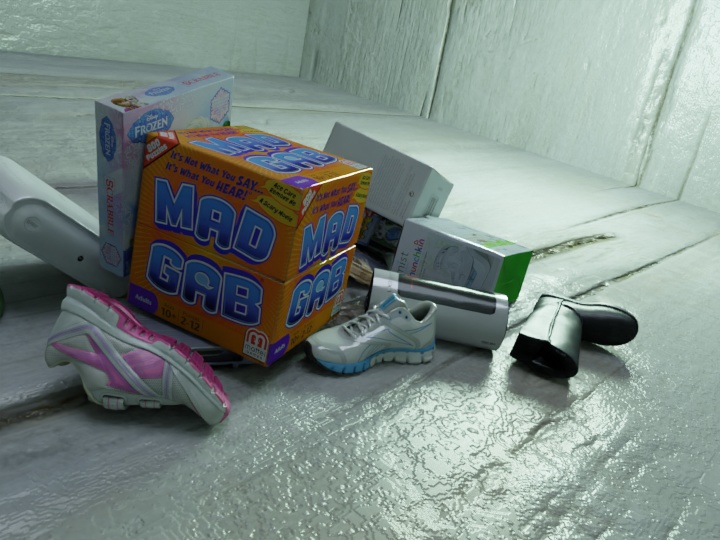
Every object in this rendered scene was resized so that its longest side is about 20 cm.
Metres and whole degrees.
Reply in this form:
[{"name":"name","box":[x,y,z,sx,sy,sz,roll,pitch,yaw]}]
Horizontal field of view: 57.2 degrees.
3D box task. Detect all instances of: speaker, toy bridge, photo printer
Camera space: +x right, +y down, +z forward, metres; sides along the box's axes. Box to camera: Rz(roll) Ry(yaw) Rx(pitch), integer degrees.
[{"name":"speaker","box":[0.103,0.055,0.930,0.195,0.083,0.081,12,21,-2]},{"name":"toy bridge","box":[0.000,0.000,0.992,0.197,0.028,0.067,27,7,-12]},{"name":"photo printer","box":[-0.387,-0.059,0.821,0.165,0.070,0.200,33,-8,40]}]

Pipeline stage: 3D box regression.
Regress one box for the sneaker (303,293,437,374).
[{"name":"sneaker","box":[0.017,0.071,0.833,0.196,0.089,0.075,-5,28,-35]}]

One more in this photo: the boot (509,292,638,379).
[{"name":"boot","box":[0.314,0.097,0.956,0.161,0.067,0.199,11,16,22]}]

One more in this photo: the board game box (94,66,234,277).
[{"name":"board game box","box":[-0.231,-0.124,0.797,0.040,0.203,0.200,22,34,16]}]

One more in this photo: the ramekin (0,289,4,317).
[{"name":"ramekin","box":[-0.493,-0.001,0.710,0.195,0.100,0.201,11,21,-4]}]

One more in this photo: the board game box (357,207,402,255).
[{"name":"board game box","box":[0.010,-0.081,1.190,0.197,0.063,0.200,25,8,-13]}]

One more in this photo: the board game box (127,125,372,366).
[{"name":"board game box","box":[-0.128,-0.044,0.794,0.196,0.204,0.199,21,21,17]}]

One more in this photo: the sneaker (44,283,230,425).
[{"name":"sneaker","box":[-0.220,0.100,0.650,0.198,0.089,0.081,33,-7,0]}]

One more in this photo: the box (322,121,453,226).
[{"name":"box","box":[0.041,-0.156,1.152,0.197,0.108,0.152,29,8,20]}]

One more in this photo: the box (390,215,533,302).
[{"name":"box","box":[0.171,-0.018,1.087,0.173,0.099,0.199,22,14,24]}]

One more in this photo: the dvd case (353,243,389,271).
[{"name":"dvd case","box":[-0.039,-0.037,1.096,0.196,0.016,0.149,24,18,-17]}]

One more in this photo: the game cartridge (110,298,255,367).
[{"name":"game cartridge","box":[-0.222,0.072,0.773,0.196,0.039,0.129,1,20,-28]}]
